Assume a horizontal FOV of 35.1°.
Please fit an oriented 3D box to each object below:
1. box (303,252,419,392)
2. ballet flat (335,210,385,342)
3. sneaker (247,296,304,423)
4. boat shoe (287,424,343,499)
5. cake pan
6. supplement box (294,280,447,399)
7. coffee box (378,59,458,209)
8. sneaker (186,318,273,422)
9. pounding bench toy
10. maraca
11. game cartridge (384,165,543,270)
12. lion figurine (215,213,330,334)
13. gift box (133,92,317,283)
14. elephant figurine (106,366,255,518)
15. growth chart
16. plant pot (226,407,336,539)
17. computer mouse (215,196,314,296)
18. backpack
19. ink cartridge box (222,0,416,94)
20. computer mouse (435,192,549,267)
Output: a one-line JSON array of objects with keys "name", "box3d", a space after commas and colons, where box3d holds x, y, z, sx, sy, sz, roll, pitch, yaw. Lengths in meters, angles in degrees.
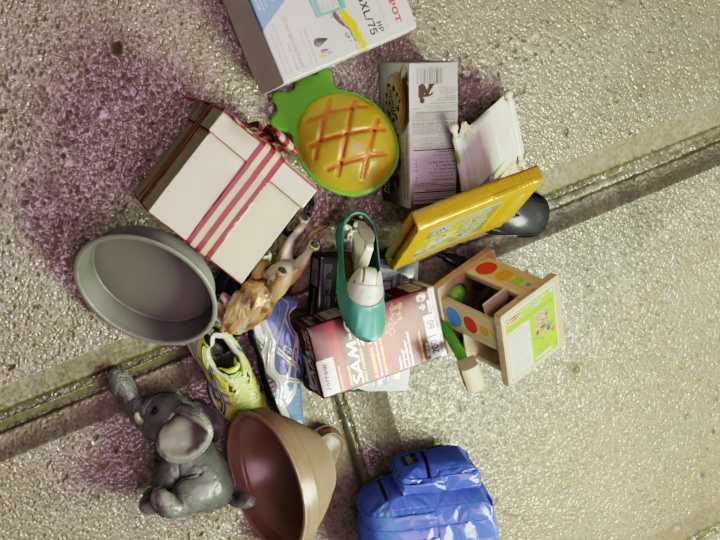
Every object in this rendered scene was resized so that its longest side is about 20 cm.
[{"name": "box", "box3d": [0.001, 0.076, 1.672, 0.156, 0.051, 0.202, 1, 99, -20]}, {"name": "ballet flat", "box3d": [0.000, 0.000, 1.571, 0.067, 0.202, 0.071, 2, 144, -15]}, {"name": "sneaker", "box3d": [-0.107, 0.132, 1.628, 0.076, 0.076, 0.202, -17, 106, -14]}, {"name": "boat shoe", "box3d": [-0.080, 0.325, 1.679, 0.072, 0.067, 0.201, 32, 88, -23]}, {"name": "cake pan", "box3d": [-0.279, 0.017, 1.503, 0.200, 0.200, 0.037, 41, 41, -22]}, {"name": "supplement box", "box3d": [0.016, 0.096, 1.620, 0.198, 0.061, 0.110, -18, 105, -18]}, {"name": "coffee box", "box3d": [0.082, -0.195, 1.618, 0.079, 0.113, 0.202, -6, 103, -20]}, {"name": "sneaker", "box3d": [-0.183, 0.155, 1.604, 0.075, 0.076, 0.201, -36, 113, -12]}, {"name": "pounding bench toy", "box3d": [0.170, 0.080, 1.655, 0.199, 0.155, 0.125, -33, 128, -29]}, {"name": "maraca", "box3d": [-0.035, -0.192, 1.583, 0.200, 0.107, 0.137, 44, 80, 5]}, {"name": "game cartridge", "box3d": [0.142, -0.071, 1.591, 0.198, 0.176, 0.033, -20, 77, -16]}, {"name": "lion figurine", "box3d": [-0.117, 0.009, 1.574, 0.200, 0.072, 0.123, -34, 158, -47]}, {"name": "gift box", "box3d": [-0.183, -0.122, 1.495, 0.200, 0.184, 0.187, 40, 87, -26]}, {"name": "elephant figurine", "box3d": [-0.249, 0.229, 1.567, 0.154, 0.141, 0.203, -4, 92, -37]}, {"name": "growth chart", "box3d": [0.188, -0.174, 1.647, 0.200, 0.018, 0.146, -38, 126, -48]}, {"name": "plant pot", "box3d": [-0.098, 0.280, 1.585, 0.092, 0.200, 0.203, -17, 106, -34]}, {"name": "computer mouse", "box3d": [-0.138, -0.037, 1.609, 0.200, 0.034, 0.059, -47, 143, -14]}, {"name": "backpack", "box3d": [0.089, 0.358, 1.705, 0.198, 0.163, 0.170, -11, 95, -5]}, {"name": "ink cartridge box", "box3d": [-0.057, -0.344, 1.511, 0.199, 0.146, 0.148, -26, 100, -15]}, {"name": "computer mouse", "box3d": [0.199, -0.063, 1.722, 0.198, 0.046, 0.142, 13, 95, -22]}]
